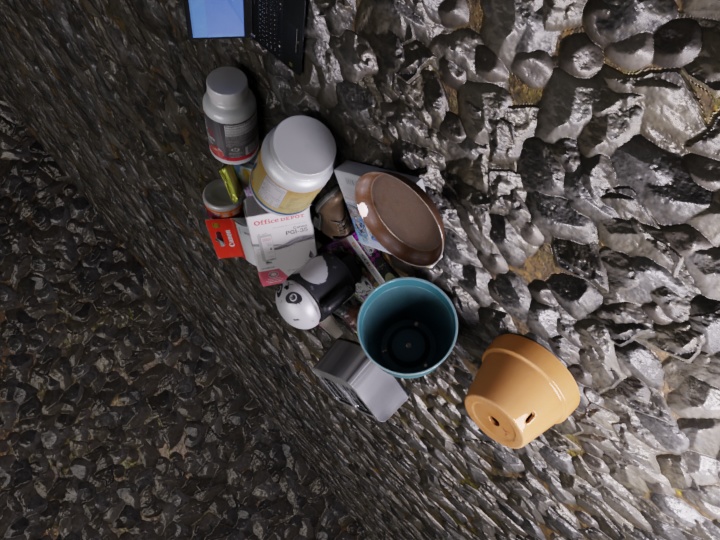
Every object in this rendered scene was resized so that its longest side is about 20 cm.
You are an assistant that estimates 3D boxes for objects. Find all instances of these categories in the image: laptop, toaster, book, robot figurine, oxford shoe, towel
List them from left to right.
[{"bbox_3d":[-0.299,-0.222,1.512,0.200,0.018,0.086,-100,-6,-68],"label":"towel"},{"bbox_3d":[-0.200,-0.434,1.102,0.200,0.103,0.177,42,154,14],"label":"laptop"},{"bbox_3d":[-0.134,0.109,1.776,0.134,0.048,0.200,53,167,-28],"label":"book"},{"bbox_3d":[-0.092,0.038,1.395,0.125,0.200,0.150,50,155,3],"label":"robot figurine"},{"bbox_3d":[-0.047,-0.120,1.346,0.084,0.073,0.200,42,166,8],"label":"oxford shoe"},{"bbox_3d":[-0.001,0.263,1.584,0.181,0.119,0.200,10,140,51],"label":"toaster"}]

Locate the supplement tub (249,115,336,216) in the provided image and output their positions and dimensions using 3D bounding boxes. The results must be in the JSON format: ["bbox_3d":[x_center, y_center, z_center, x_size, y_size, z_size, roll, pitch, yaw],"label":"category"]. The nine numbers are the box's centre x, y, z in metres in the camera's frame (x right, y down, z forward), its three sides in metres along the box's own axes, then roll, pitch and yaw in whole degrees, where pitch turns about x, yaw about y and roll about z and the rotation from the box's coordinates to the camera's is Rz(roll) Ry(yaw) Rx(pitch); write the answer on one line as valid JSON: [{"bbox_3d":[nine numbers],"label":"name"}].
[{"bbox_3d":[-0.134,-0.204,1.272,0.145,0.145,0.200,48,154,-1],"label":"supplement tub"}]

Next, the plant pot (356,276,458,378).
[{"bbox_3d":[0.101,0.138,1.349,0.200,0.200,0.188,40,169,17],"label":"plant pot"}]

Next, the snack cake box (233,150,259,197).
[{"bbox_3d":[-0.215,-0.180,1.524,0.115,0.067,0.200,24,145,40],"label":"snack cake box"}]

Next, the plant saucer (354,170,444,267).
[{"bbox_3d":[0.074,-0.095,1.125,0.200,0.034,0.200,34,150,23],"label":"plant saucer"}]

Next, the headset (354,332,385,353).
[{"bbox_3d":[0.047,0.184,1.644,0.200,0.094,0.124,47,164,41],"label":"headset"}]

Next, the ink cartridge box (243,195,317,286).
[{"bbox_3d":[-0.179,-0.075,1.476,0.083,0.146,0.200,-108,9,-51],"label":"ink cartridge box"}]

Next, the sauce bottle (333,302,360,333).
[{"bbox_3d":[0.012,0.126,1.539,0.200,0.066,0.066,33,155,-6],"label":"sauce bottle"}]

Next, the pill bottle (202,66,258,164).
[{"bbox_3d":[-0.274,-0.328,1.359,0.111,0.111,0.200,40,153,16],"label":"pill bottle"}]

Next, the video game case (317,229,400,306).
[{"bbox_3d":[0.000,0.000,1.472,0.181,0.036,0.200,55,154,-10],"label":"video game case"}]

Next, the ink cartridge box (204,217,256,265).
[{"bbox_3d":[-0.296,-0.071,1.692,0.162,0.200,0.050,85,-179,-52],"label":"ink cartridge box"}]

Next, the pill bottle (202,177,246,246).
[{"bbox_3d":[-0.350,-0.143,1.733,0.114,0.114,0.200,36,152,25],"label":"pill bottle"}]

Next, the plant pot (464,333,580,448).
[{"bbox_3d":[0.294,0.241,1.228,0.200,0.140,0.200,37,152,24],"label":"plant pot"}]

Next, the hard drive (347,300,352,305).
[{"bbox_3d":[-0.103,0.025,1.626,0.200,0.038,0.140,30,154,52],"label":"hard drive"}]

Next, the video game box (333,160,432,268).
[{"bbox_3d":[0.053,-0.109,1.224,0.200,0.047,0.182,23,142,42],"label":"video game box"}]
